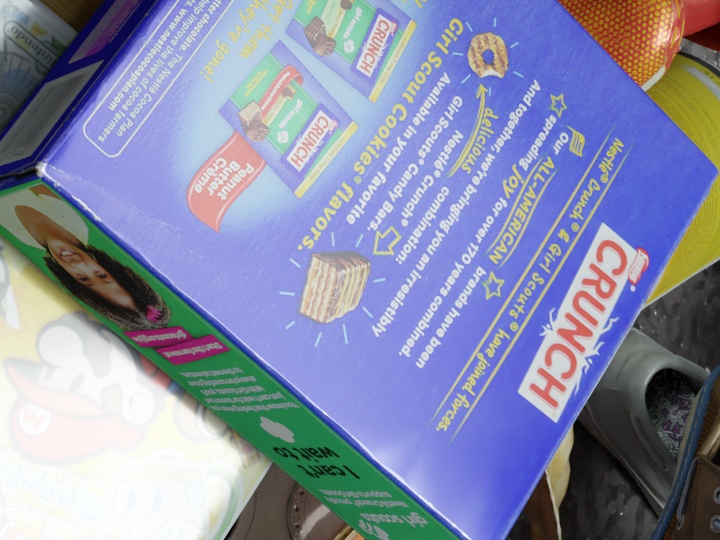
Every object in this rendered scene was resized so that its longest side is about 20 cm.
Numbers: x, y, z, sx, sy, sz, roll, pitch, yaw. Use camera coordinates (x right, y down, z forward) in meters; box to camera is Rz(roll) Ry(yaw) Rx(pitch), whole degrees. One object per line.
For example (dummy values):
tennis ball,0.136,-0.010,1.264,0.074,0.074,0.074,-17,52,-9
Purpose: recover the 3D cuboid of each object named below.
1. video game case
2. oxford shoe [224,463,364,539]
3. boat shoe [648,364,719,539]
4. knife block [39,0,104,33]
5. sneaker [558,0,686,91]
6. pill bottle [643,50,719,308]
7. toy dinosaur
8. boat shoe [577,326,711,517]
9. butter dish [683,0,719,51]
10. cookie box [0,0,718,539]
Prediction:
video game case,-0.111,0.022,0.608,0.200,0.023,0.182,39,75,-25
oxford shoe,-0.024,0.075,0.733,0.073,0.071,0.200,42,55,-21
boat shoe,0.163,0.112,0.787,0.072,0.072,0.201,14,56,-1
knife block,-0.103,-0.116,0.674,0.200,0.064,0.176,-14,97,-43
sneaker,0.027,-0.095,0.704,0.077,0.199,0.073,13,84,-58
pill bottle,0.097,-0.032,0.801,0.200,0.112,0.113,-24,103,-57
toy dinosaur,0.075,0.073,0.791,0.200,0.058,0.101,75,5,-53
boat shoe,0.182,0.097,0.914,0.072,0.068,0.200,-47,119,-11
butter dish,0.065,-0.160,0.789,0.147,0.200,0.200,-29,107,-1
cookie box,0.000,-0.028,0.610,0.200,0.075,0.171,42,68,-21
